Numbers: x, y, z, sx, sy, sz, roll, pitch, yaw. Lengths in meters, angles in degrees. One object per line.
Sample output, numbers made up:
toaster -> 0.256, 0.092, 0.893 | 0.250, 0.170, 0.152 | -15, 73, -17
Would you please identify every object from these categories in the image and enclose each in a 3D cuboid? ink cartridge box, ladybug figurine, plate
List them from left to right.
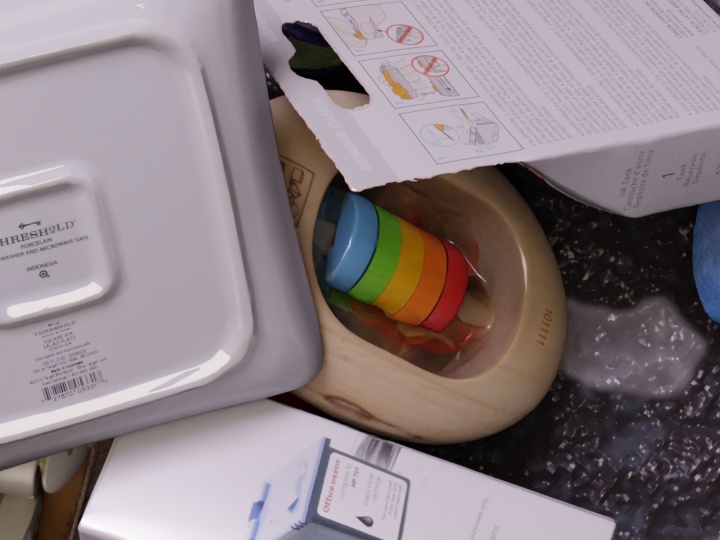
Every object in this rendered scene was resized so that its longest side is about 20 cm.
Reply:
plate -> -0.120, -0.013, 0.820 | 0.199, 0.032, 0.200 | -16, 118, -10
ink cartridge box -> -0.007, 0.130, 0.930 | 0.199, 0.147, 0.086 | 17, 62, 7
ladybug figurine -> 0.000, 0.000, 0.947 | 0.200, 0.072, 0.136 | 31, 66, -31
ink cartridge box -> 0.053, -0.078, 0.906 | 0.199, 0.050, 0.161 | -13, 43, -22

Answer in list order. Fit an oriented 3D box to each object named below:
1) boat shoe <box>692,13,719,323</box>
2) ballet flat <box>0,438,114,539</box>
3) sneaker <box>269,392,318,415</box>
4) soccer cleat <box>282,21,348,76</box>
boat shoe -> 0.182, -0.075, 0.968 | 0.084, 0.069, 0.201 | 22, 95, 21
ballet flat -> -0.142, 0.096, 0.963 | 0.068, 0.067, 0.201 | 11, 111, 3
sneaker -> -0.061, -0.011, 0.990 | 0.112, 0.071, 0.200 | -44, 81, 6
soccer cleat -> 0.028, -0.169, 0.980 | 0.065, 0.084, 0.200 | 37, 92, 8
